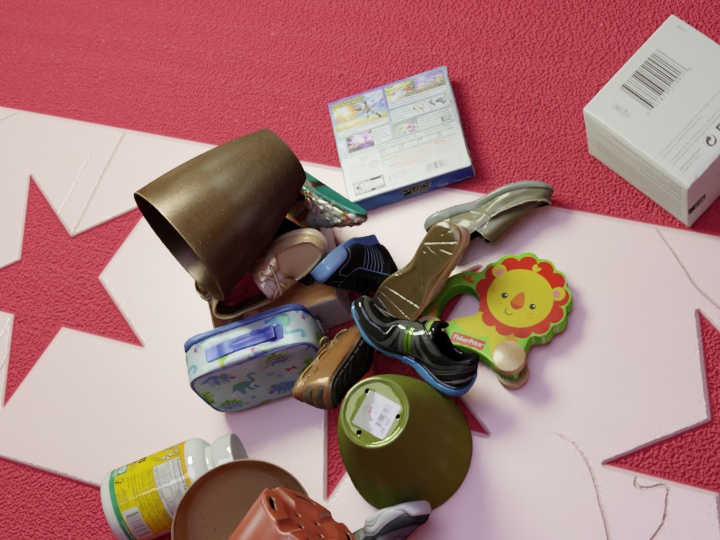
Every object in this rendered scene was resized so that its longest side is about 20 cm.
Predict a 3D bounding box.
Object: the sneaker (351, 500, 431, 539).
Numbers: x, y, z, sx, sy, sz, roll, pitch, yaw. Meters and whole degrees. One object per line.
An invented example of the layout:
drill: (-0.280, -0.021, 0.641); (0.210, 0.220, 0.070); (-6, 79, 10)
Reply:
sneaker: (0.029, 0.390, 1.624); (0.199, 0.075, 0.115); (-34, 67, 24)

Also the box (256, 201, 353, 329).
box: (-0.099, -0.012, 1.828); (0.123, 0.098, 0.202); (-19, 64, 8)

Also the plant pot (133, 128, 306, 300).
plant pot: (-0.175, -0.095, 1.670); (0.200, 0.188, 0.187); (-41, 63, -14)

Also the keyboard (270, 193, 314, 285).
keyboard: (-0.128, -0.076, 1.768); (0.199, 0.021, 0.129); (31, 117, 25)

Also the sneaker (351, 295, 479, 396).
sneaker: (0.078, 0.090, 1.668); (0.198, 0.071, 0.083); (33, 119, 9)

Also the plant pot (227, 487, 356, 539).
plant pot: (-0.111, 0.402, 1.570); (0.200, 0.200, 0.197); (36, 102, 26)

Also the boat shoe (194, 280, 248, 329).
boat shoe: (-0.215, 0.017, 1.808); (0.075, 0.203, 0.071); (19, 32, 38)

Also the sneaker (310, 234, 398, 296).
sneaker: (0.000, 0.000, 1.745); (0.070, 0.199, 0.078); (-43, 81, 25)

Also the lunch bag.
lunch bag: (-0.145, 0.125, 1.749); (0.197, 0.161, 0.083); (-20, 63, 8)

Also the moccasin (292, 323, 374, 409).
moccasin: (-0.034, 0.128, 1.676); (0.077, 0.075, 0.202); (5, 30, 21)

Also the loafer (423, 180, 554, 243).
loafer: (0.194, -0.073, 1.790); (0.197, 0.075, 0.071); (-20, 75, 13)

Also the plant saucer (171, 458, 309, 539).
plant saucer: (-0.162, 0.350, 1.680); (0.197, 0.035, 0.204); (-3, 102, -12)

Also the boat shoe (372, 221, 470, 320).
boat shoe: (0.086, 0.016, 1.739); (0.072, 0.065, 0.201); (43, 107, 22)

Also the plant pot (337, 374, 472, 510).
plant pot: (0.044, 0.214, 1.632); (0.184, 0.200, 0.190); (-5, 67, 13)

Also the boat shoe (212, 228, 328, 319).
boat shoe: (-0.128, 0.013, 1.710); (0.199, 0.074, 0.070); (-31, 25, 25)

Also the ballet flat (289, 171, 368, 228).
ballet flat: (-0.073, -0.101, 1.776); (0.199, 0.075, 0.065); (35, 110, 29)

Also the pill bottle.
pill bottle: (-0.258, 0.306, 1.734); (0.198, 0.113, 0.114); (-22, 63, 7)

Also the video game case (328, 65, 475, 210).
video game case: (0.062, -0.202, 1.889); (0.197, 0.046, 0.184); (-16, 66, 9)

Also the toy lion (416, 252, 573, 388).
toy lion: (0.195, 0.057, 1.739); (0.197, 0.069, 0.194); (16, 66, 22)

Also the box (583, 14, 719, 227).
box: (0.454, -0.212, 1.730); (0.199, 0.131, 0.200); (-46, 64, -6)
